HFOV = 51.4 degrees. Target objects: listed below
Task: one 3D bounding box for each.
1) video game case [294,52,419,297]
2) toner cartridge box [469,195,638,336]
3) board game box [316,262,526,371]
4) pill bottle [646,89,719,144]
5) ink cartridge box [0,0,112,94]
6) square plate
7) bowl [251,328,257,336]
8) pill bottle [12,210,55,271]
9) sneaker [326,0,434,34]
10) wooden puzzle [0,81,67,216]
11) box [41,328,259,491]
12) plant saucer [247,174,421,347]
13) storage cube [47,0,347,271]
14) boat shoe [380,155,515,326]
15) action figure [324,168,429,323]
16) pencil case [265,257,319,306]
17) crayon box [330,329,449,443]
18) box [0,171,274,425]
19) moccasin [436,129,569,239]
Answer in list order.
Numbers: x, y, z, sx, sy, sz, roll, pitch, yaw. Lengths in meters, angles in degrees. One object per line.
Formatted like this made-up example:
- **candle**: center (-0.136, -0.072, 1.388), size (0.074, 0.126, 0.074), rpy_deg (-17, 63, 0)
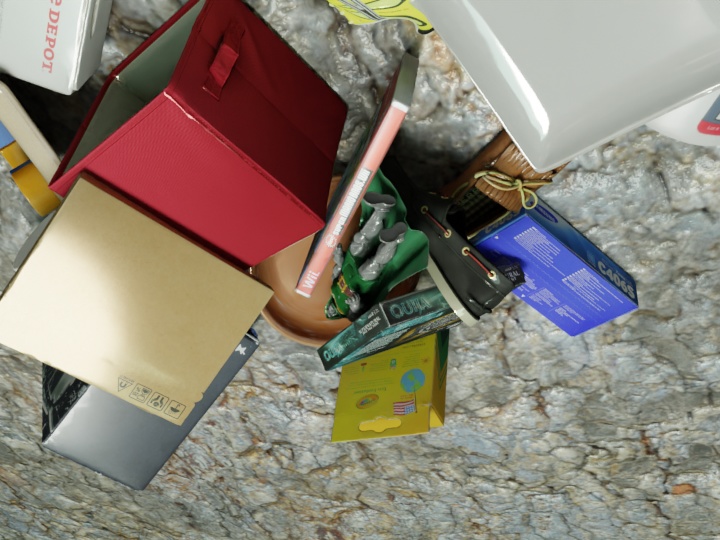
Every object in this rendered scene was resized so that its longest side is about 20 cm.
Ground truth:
- **video game case**: center (-0.002, -0.089, 0.681), size (0.017, 0.143, 0.201), rpy_deg (25, 120, -7)
- **toner cartridge box**: center (0.216, -0.003, 0.849), size (0.200, 0.043, 0.095), rpy_deg (35, 133, -26)
- **board game box**: center (0.067, 0.048, 0.797), size (0.199, 0.028, 0.135), rpy_deg (-14, 163, -37)
- **pill bottle**: center (0.279, -0.203, 0.540), size (0.119, 0.120, 0.201), rpy_deg (15, 139, -6)
- **ink cartridge box**: center (-0.309, -0.253, 0.615), size (0.199, 0.084, 0.146), rpy_deg (19, 121, -9)
- **square plate**: center (0.151, -0.187, 0.524), size (0.198, 0.028, 0.200), rpy_deg (-24, 110, 47)
- **bowl**: center (-0.226, 0.130, 0.981), size (0.200, 0.201, 0.039), rpy_deg (-30, 100, 37)
- **pill bottle**: center (-0.315, 0.020, 0.924), size (0.119, 0.120, 0.200), rpy_deg (-24, 128, 33)
- **sneaker**: center (-0.017, -0.239, 0.604), size (0.199, 0.076, 0.077), rpy_deg (13, 138, -2)
- **wooden puzzle**: center (-0.342, -0.132, 0.727), size (0.200, 0.046, 0.186), rpy_deg (39, 160, 41)
- **box**: center (-0.233, 0.085, 0.802), size (0.124, 0.197, 0.200), rpy_deg (37, 93, -32)
- **plant saucer**: center (-0.028, -0.012, 0.831), size (0.199, 0.037, 0.201), rpy_deg (-7, 114, -15)
- **storage cube**: center (-0.141, -0.117, 0.695), size (0.199, 0.172, 0.180), rpy_deg (-27, 129, 34)
- **boat shoe**: center (0.076, -0.042, 0.728), size (0.063, 0.202, 0.074), rpy_deg (-40, 150, 14)
- **action figure**: center (0.000, 0.000, 0.749), size (0.054, 0.119, 0.200), rpy_deg (-9, 152, -23)
- **pencil case**: center (-0.095, 0.001, 0.882), size (0.199, 0.084, 0.086), rpy_deg (34, 98, -23)
- **crayon box**: center (0.039, 0.125, 0.910), size (0.126, 0.201, 0.051), rpy_deg (-11, 135, 23)
- **box**: center (-0.201, 0.033, 0.666), size (0.199, 0.021, 0.164), rpy_deg (33, 98, -26)
- **moccasin**: center (0.140, -0.087, 0.742), size (0.074, 0.078, 0.201), rpy_deg (36, 133, -27)
